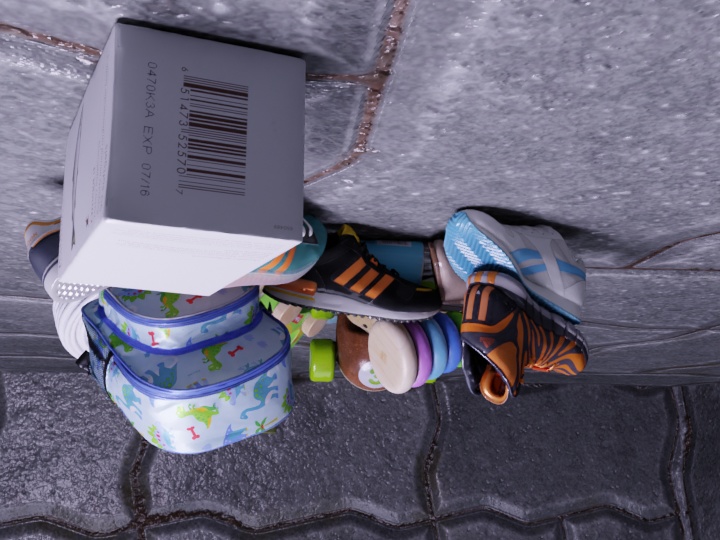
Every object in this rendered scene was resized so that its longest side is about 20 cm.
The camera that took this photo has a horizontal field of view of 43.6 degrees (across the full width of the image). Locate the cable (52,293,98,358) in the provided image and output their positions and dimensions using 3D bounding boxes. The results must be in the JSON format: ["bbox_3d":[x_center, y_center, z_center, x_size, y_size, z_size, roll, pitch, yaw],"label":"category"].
[{"bbox_3d":[-0.245,0.038,1.025,0.199,0.070,0.200,-2,141,-28],"label":"cable"}]

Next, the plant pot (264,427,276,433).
[{"bbox_3d":[-0.308,0.379,2.629,0.199,0.194,0.200,0,169,0],"label":"plant pot"}]

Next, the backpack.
[{"bbox_3d":[-0.164,0.070,0.877,0.182,0.148,0.200,-19,-142,-29],"label":"backpack"}]

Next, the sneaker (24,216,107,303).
[{"bbox_3d":[-0.204,-0.040,0.816,0.199,0.079,0.079,-20,149,-41],"label":"sneaker"}]

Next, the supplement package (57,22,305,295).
[{"bbox_3d":[-0.124,-0.059,0.590,0.117,0.118,0.200,5,167,-24],"label":"supplement package"}]

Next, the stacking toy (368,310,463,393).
[{"bbox_3d":[0.111,0.076,1.030,0.199,0.086,0.085,-13,176,-28],"label":"stacking toy"}]

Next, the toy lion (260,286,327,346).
[{"bbox_3d":[-0.146,0.102,1.234,0.069,0.192,0.200,40,-178,18],"label":"toy lion"}]

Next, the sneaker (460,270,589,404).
[{"bbox_3d":[0.161,0.092,0.929,0.200,0.113,0.077,33,153,-35],"label":"sneaker"}]

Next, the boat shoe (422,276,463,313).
[{"bbox_3d":[0.064,0.046,1.265,0.200,0.061,0.072,-5,168,23],"label":"boat shoe"}]

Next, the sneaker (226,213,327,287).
[{"bbox_3d":[-0.090,-0.035,0.823,0.199,0.071,0.080,-14,146,-53],"label":"sneaker"}]

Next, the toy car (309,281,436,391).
[{"bbox_3d":[0.024,0.056,1.099,0.163,0.159,0.200,2,164,-5],"label":"toy car"}]

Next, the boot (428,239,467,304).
[{"bbox_3d":[0.156,-0.002,1.041,0.145,0.071,0.200,-9,166,5],"label":"boot"}]

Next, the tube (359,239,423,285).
[{"bbox_3d":[-0.029,-0.015,1.014,0.198,0.051,0.078,5,161,0],"label":"tube"}]

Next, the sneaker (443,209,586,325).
[{"bbox_3d":[0.162,-0.015,0.938,0.200,0.081,0.076,34,152,-35],"label":"sneaker"}]

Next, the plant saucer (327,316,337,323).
[{"bbox_3d":[-0.106,0.061,1.436,0.198,0.028,0.200,-1,169,0],"label":"plant saucer"}]

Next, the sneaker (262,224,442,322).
[{"bbox_3d":[0.000,0.000,0.950,0.199,0.091,0.070,8,-173,-17],"label":"sneaker"}]
